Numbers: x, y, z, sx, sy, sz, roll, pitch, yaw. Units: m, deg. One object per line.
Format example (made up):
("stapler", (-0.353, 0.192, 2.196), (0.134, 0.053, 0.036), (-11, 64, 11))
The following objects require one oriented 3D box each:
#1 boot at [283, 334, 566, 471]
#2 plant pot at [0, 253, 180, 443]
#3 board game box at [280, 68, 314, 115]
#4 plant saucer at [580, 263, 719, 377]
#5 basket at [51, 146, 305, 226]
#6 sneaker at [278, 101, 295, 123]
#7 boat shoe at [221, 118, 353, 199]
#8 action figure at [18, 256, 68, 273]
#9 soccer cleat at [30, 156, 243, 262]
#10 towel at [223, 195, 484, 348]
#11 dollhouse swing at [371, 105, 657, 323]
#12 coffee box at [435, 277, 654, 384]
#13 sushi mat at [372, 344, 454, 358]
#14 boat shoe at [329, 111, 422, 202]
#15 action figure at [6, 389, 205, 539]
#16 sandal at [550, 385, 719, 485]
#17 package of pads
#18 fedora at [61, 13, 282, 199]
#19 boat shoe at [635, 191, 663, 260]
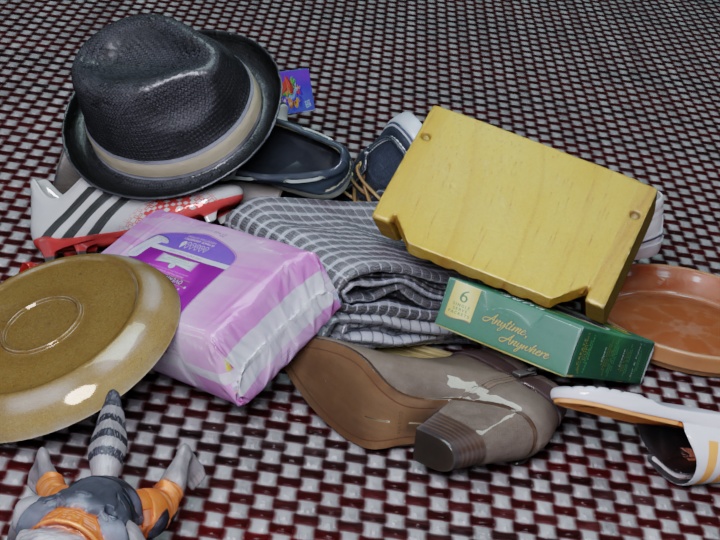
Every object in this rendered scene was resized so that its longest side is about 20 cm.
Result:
("boot", (0.056, 0.090, 1.233), (0.200, 0.070, 0.146), (33, 34, 28))
("plant pot", (-0.230, 0.047, 1.168), (0.200, 0.028, 0.200), (-15, 35, 10))
("board game box", (-0.164, -0.171, 1.677), (0.134, 0.045, 0.200), (-13, 6, -40))
("plant saucer", (0.301, 0.048, 1.466), (0.200, 0.032, 0.200), (7, 24, -3))
("basket", (-0.157, -0.088, 1.481), (0.200, 0.136, 0.181), (19, 58, 9))
("sneaker", (-0.083, -0.094, 1.616), (0.075, 0.116, 0.201), (-21, -5, -2))
("boat shoe", (-0.105, -0.108, 1.389), (0.199, 0.075, 0.062), (17, -14, 6))
("action figure", (-0.198, 0.011, 1.349), (0.065, 0.052, 0.200), (33, 28, 33))
("soccer cleat", (-0.199, -0.062, 1.384), (0.199, 0.085, 0.069), (-12, -2, 18))
("towel", (0.000, 0.000, 1.354), (0.200, 0.086, 0.165), (2, 21, -44))
("dollhouse swing", (0.129, -0.019, 1.351), (0.200, 0.176, 0.182), (22, 58, 12))
("coffee box", (0.154, 0.051, 1.304), (0.123, 0.044, 0.200), (22, 4, 25))
("sushi mat", (-0.005, 0.070, 1.327), (0.199, 0.012, 0.096), (16, 23, 14))
("boat shoe", (0.010, -0.075, 1.476), (0.091, 0.200, 0.071), (-30, 80, -18))
("action figure", (-0.192, 0.148, 0.977), (0.199, 0.105, 0.194), (10, 14, -2))
("sandal", (0.234, 0.132, 1.214), (0.206, 0.059, 0.079), (12, -7, -17))
("package of pads", (-0.125, 0.025, 1.231), (0.200, 0.076, 0.120), (16, 48, 43))
("fedora", (-0.171, -0.154, 1.339), (0.200, 0.092, 0.201), (-8, 57, 13))
("boat shoe", (0.200, -0.039, 1.507), (0.200, 0.067, 0.074), (-13, 33, -28))
